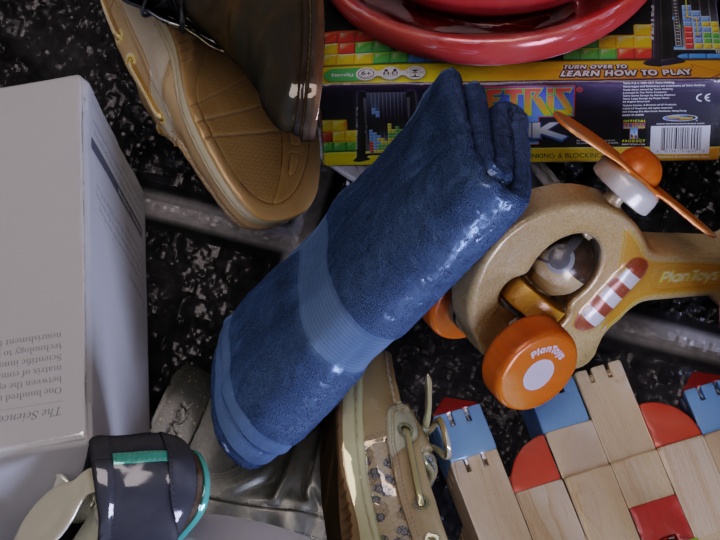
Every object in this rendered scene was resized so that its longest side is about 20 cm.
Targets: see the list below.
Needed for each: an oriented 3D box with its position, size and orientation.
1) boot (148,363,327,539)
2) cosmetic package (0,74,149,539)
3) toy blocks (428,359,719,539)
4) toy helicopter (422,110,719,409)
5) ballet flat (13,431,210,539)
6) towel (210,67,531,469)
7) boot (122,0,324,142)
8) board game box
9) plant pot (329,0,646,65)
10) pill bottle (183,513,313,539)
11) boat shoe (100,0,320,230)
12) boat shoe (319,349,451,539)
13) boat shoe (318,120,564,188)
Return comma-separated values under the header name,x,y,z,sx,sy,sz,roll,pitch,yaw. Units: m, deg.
name,x,y,z,sx,sy,sz,roll,pitch,yaw
boot,-0.069,0.155,1.473,0.130,0.068,0.201,24,80,3
cosmetic package,-0.212,0.034,1.445,0.198,0.123,0.201,-8,59,9
toy blocks,0.122,0.111,1.463,0.199,0.100,0.137,-16,67,-12
toy helicopter,0.132,-0.011,1.446,0.199,0.133,0.079,-2,34,-35
ballet flat,-0.140,0.145,1.365,0.073,0.200,0.073,21,38,-17
towel,0.000,0.000,1.405,0.048,0.112,0.200,36,113,-20
boot,-0.074,-0.125,1.445,0.096,0.075,0.200,1,34,-14
board game box,0.081,-0.125,1.493,0.199,0.057,0.166,-1,43,2
plant pot,0.064,-0.210,1.408,0.199,0.183,0.201,-3,40,2
pill bottle,-0.071,0.223,1.400,0.111,0.111,0.201,14,97,6
boat shoe,-0.082,-0.101,1.532,0.073,0.069,0.201,-11,66,-30
boat shoe,0.018,0.121,1.421,0.062,0.073,0.201,-2,60,-9
boat shoe,0.040,-0.064,1.514,0.199,0.069,0.071,31,83,12
